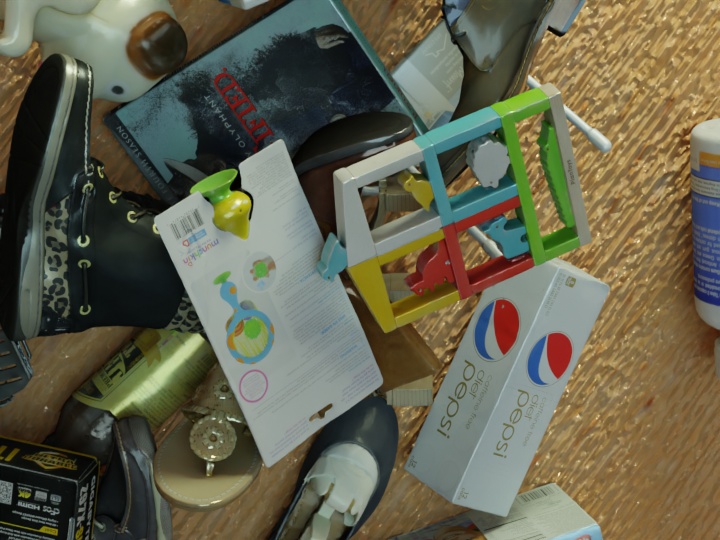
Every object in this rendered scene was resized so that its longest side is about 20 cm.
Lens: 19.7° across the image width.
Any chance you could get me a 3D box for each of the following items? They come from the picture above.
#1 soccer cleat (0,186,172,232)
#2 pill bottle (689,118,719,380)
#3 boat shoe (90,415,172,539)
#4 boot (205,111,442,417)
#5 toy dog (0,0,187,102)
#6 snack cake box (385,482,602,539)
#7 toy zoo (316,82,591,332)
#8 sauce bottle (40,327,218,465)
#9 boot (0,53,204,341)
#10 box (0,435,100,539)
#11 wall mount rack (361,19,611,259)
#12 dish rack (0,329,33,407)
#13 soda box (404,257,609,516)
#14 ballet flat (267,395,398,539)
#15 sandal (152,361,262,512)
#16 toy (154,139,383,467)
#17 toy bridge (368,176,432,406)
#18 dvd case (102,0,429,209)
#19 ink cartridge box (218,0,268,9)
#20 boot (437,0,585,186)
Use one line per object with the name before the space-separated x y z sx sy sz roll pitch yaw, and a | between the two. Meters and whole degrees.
soccer cleat | -0.222 -0.016 1.521 0.199 0.068 0.073 -1 122 -11
pill bottle | 0.314 -0.015 1.612 0.112 0.112 0.201 -6 104 -11
boat shoe | -0.180 0.196 1.536 0.073 0.075 0.201 -7 125 -14
boot | 0.000 0.000 1.501 0.188 0.069 0.200 -27 108 18
toy dog | -0.205 -0.210 1.457 0.194 0.139 0.201 -37 109 -35
snack cake box | 0.085 0.240 1.613 0.199 0.115 0.067 -17 105 -8
toy zoo | 0.061 -0.038 1.458 0.199 0.020 0.132 -24 124 -10
sauce bottle | -0.177 0.099 1.550 0.200 0.065 0.065 -42 107 -3
boot | -0.166 -0.046 1.441 0.153 0.073 0.204 3 109 -26
box | -0.296 0.194 1.505 0.199 0.049 0.160 11 110 9
wall mount rack | 0.081 -0.112 1.558 0.174 0.075 0.200 43 91 -17
dish rack | -0.328 0.023 1.474 0.153 0.055 0.201 -15 109 27
soda box | 0.113 0.083 1.602 0.064 0.068 0.201 18 98 -39
ballet flat | -0.027 0.191 1.601 0.073 0.073 0.201 30 94 -17
sandal | -0.096 0.092 1.496 0.077 0.212 0.070 9 114 13
toy | -0.070 0.021 1.455 0.115 0.047 0.201 -34 116 -28
toy bridge | 0.020 0.015 1.565 0.067 0.027 0.201 -1 123 3
dvd case | -0.068 -0.104 1.514 0.199 0.022 0.146 -28 108 21
ink cartridge box | -0.013 -0.260 1.468 0.199 0.145 0.085 -21 103 -7
boot | 0.081 -0.158 1.489 0.097 0.075 0.200 34 86 -1
